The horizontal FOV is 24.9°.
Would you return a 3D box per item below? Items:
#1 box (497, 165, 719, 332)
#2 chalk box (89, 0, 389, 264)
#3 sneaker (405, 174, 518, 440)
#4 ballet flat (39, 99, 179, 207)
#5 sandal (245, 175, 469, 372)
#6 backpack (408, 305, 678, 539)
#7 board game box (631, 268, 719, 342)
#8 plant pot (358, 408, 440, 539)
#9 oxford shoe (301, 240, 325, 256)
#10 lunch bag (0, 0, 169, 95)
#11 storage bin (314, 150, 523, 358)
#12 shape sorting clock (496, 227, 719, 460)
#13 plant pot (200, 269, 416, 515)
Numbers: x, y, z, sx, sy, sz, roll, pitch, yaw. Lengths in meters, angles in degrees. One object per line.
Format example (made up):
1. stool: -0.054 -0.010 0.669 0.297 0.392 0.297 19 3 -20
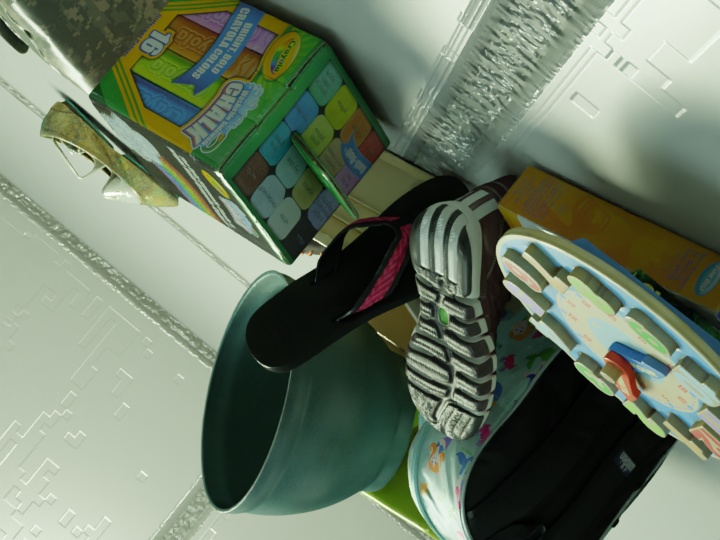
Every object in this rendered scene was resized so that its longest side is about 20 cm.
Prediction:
1. box: 0.188 0.013 1.042 0.199 0.042 0.119 28 164 37
2. chalk box: -0.072 -0.102 1.182 0.199 0.124 0.125 30 165 36
3. sneaker: 0.094 0.021 1.143 0.075 0.115 0.201 31 139 31
4. ballet flat: -0.320 -0.129 2.051 0.200 0.071 0.071 41 169 -7
5. sandal: 0.000 0.000 1.180 0.075 0.199 0.045 52 177 34
6. backpack: 0.132 0.137 1.263 0.150 0.201 0.178 16 156 52
7. board game box: 0.186 0.054 1.047 0.105 0.024 0.200 40 169 1
8. plant pot: 0.111 0.162 1.459 0.198 0.183 0.199 35 172 -34
9. oxford shoe: -0.044 -0.034 1.512 0.199 0.073 0.071 38 168 8
10. lunch bag: -0.256 -0.242 1.294 0.200 0.118 0.164 38 171 37
11. storage bin: 0.022 -0.012 1.336 0.198 0.094 0.200 31 166 36
12. shape sorting clock: 0.157 0.048 0.965 0.199 0.039 0.200 36 168 9
13. plant pot: -0.036 0.114 1.359 0.133 0.202 0.200 15 178 -22
